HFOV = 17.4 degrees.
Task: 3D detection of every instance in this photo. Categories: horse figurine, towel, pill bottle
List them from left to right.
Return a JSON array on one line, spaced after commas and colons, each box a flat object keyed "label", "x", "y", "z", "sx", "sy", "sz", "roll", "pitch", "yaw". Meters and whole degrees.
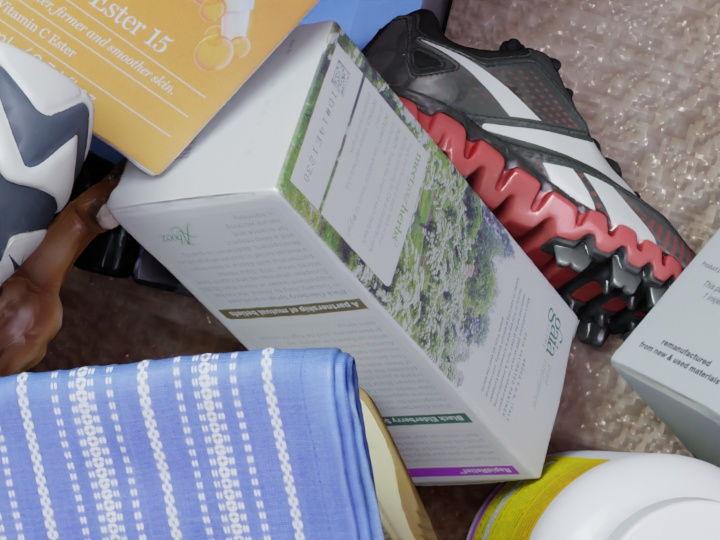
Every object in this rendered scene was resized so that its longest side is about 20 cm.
[{"label": "horse figurine", "x": -0.147, "y": 0.054, "z": 0.857, "sx": 0.050, "sy": 0.133, "sz": 0.200, "roll": 28, "pitch": 111, "yaw": -8}, {"label": "towel", "x": -0.083, "y": 0.102, "z": 0.764, "sx": 0.200, "sy": 0.024, "sz": 0.145, "roll": -7, "pitch": 101, "yaw": 18}, {"label": "pill bottle", "x": 0.104, "y": 0.121, "z": 0.901, "sx": 0.104, "sy": 0.200, "sz": 0.104, "roll": 0, "pitch": 86, "yaw": -7}]

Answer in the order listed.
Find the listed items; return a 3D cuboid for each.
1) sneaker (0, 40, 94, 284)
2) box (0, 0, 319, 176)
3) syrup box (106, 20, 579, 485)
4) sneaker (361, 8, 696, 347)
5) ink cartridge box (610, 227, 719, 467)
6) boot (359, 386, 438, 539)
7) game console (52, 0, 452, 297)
[{"label": "sneaker", "x": -0.195, "y": -0.034, "z": 0.740, "sx": 0.199, "sy": 0.079, "sz": 0.130, "roll": 27, "pitch": 67, "yaw": -19}, {"label": "box", "x": -0.060, "y": -0.154, "z": 0.801, "sx": 0.124, "sy": 0.097, "sz": 0.200, "roll": 34, "pitch": 106, "yaw": -35}, {"label": "syrup box", "x": 0.000, "y": 0.000, "z": 0.896, "sx": 0.200, "sy": 0.081, "sz": 0.079, "roll": 48, "pitch": 48, "yaw": -41}, {"label": "sneaker", "x": 0.074, "y": -0.040, "z": 0.970, "sx": 0.200, "sy": 0.071, "sz": 0.098, "roll": 29, "pitch": 58, "yaw": -19}, {"label": "ink cartridge box", "x": 0.222, "y": 0.014, "z": 0.956, "sx": 0.200, "sy": 0.083, "sz": 0.147, "roll": -49, "pitch": 122, "yaw": -8}, {"label": "boot", "x": -0.038, "y": 0.141, "z": 0.827, "sx": 0.155, "sy": 0.073, "sz": 0.200, "roll": -21, "pitch": 46, "yaw": -3}, {"label": "game console", "x": -0.053, "y": -0.091, "z": 0.942, "sx": 0.118, "sy": 0.171, "sz": 0.200, "roll": 11, "pitch": 84, "yaw": 21}]
